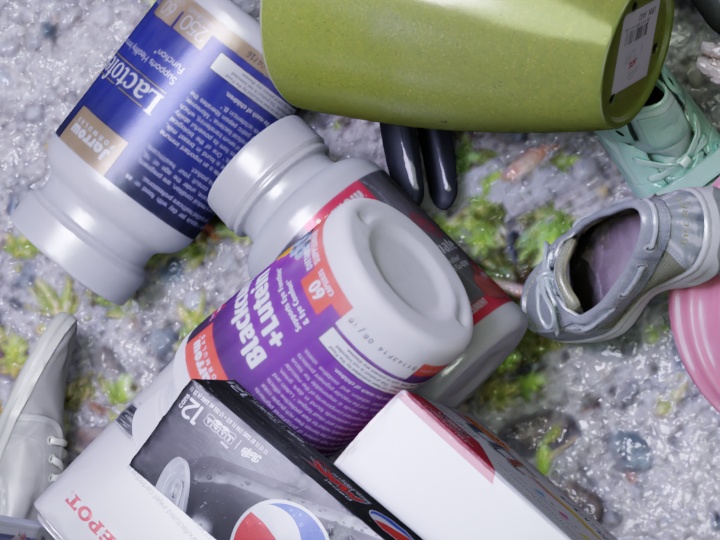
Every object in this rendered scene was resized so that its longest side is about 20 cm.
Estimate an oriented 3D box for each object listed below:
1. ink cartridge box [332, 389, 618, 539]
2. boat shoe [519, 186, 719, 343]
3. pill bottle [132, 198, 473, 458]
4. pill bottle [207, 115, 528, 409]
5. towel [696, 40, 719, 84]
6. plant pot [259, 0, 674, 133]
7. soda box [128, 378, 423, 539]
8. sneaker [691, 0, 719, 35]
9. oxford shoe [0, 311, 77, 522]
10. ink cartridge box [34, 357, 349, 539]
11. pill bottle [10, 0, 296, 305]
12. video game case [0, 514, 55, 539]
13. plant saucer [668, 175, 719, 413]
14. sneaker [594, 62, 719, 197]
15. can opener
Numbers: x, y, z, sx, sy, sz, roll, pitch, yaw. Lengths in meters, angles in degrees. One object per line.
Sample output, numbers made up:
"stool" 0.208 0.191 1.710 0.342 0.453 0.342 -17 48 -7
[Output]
"ink cartridge box" 0.052 0.175 1.515 0.145 0.200 0.145 41 93 15
"boat shoe" 0.146 -0.005 1.532 0.065 0.202 0.075 4 76 -26
"pill bottle" -0.040 0.057 1.498 0.200 0.111 0.112 -40 73 26
"pill bottle" 0.000 0.000 1.594 0.111 0.111 0.200 -46 79 4
"towel" 0.306 -0.103 1.528 0.200 0.133 0.035 19 99 16
"plant pot" 0.074 -0.156 1.493 0.200 0.187 0.187 21 87 26
"soda box" -0.027 0.144 1.397 0.200 0.071 0.063 38 98 15
"sneaker" 0.175 -0.212 1.613 0.088 0.074 0.200 -34 65 9
"oxford shoe" -0.216 0.125 1.661 0.058 0.075 0.200 19 87 3
"ink cartridge box" -0.084 0.134 1.616 0.200 0.084 0.145 -45 73 3
"pill bottle" -0.130 -0.083 1.645 0.116 0.116 0.200 38 92 16
"video game case" -0.239 0.254 1.606 0.018 0.143 0.200 19 87 21
"plant saucer" 0.286 0.017 1.519 0.200 0.051 0.201 0 100 -2
"sneaker" 0.195 -0.060 1.557 0.074 0.118 0.200 -40 76 4
"can opener" 0.027 -0.135 1.650 0.063 0.079 0.200 -12 80 -27
